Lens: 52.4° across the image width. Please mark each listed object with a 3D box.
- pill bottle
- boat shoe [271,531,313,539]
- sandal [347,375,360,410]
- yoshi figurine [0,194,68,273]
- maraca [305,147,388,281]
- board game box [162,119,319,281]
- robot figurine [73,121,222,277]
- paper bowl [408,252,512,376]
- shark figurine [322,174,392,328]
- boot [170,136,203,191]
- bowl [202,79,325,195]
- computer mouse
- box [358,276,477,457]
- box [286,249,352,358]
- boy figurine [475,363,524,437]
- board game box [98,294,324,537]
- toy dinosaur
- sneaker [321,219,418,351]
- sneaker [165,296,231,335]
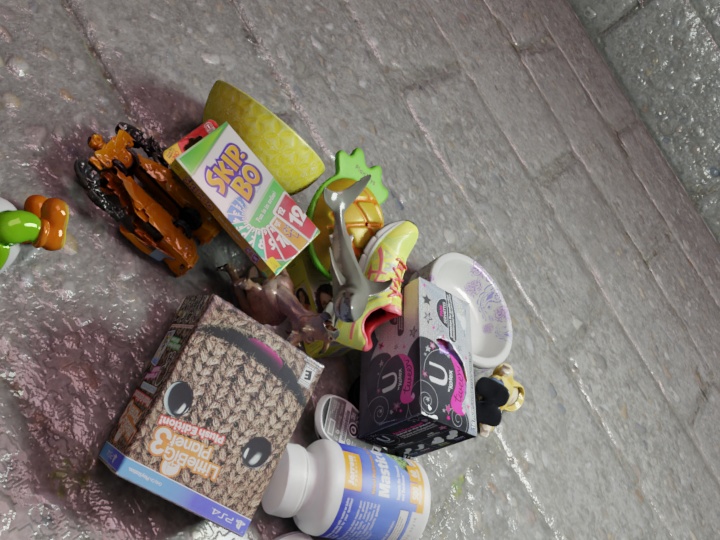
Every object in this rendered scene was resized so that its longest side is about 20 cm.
[{"bbox_3d":[-0.020,0.275,0.910,0.196,0.112,0.114,20,51,-26],"label":"pill bottle"},{"bbox_3d":[-0.104,0.359,0.812,0.074,0.065,0.199,55,39,0],"label":"boat shoe"},{"bbox_3d":[0.046,0.147,1.117,0.075,0.048,0.202,46,40,-13],"label":"sandal"},{"bbox_3d":[-0.415,-0.070,0.757,0.197,0.113,0.113,-2,50,-43],"label":"yoshi figurine"},{"bbox_3d":[-0.017,-0.080,1.063,0.137,0.105,0.204,37,62,-38],"label":"maraca"},{"bbox_3d":[-0.145,-0.093,0.902,0.200,0.030,0.096,48,52,-4],"label":"board game box"},{"bbox_3d":[-0.276,-0.093,0.941,0.200,0.058,0.146,45,40,-15],"label":"robot figurine"},{"bbox_3d":[0.155,0.082,1.228,0.198,0.104,0.205,25,49,-33],"label":"paper bowl"},{"bbox_3d":[-0.002,-0.007,0.956,0.087,0.129,0.219,-2,55,-4],"label":"shark figurine"},{"bbox_3d":[-0.149,-0.108,0.967,0.198,0.075,0.074,34,32,-20],"label":"boot"},{"bbox_3d":[-0.159,-0.164,1.051,0.199,0.200,0.109,39,86,-20],"label":"bowl"},{"bbox_3d":[0.000,0.239,1.018,0.199,0.043,0.111,40,47,-28],"label":"computer mouse"},{"bbox_3d":[0.078,0.136,1.022,0.113,0.131,0.204,24,52,-33],"label":"box"},{"bbox_3d":[-0.065,0.025,1.085,0.074,0.050,0.204,1,64,-45],"label":"box"},{"bbox_3d":[0.228,0.217,1.220,0.199,0.063,0.127,18,91,-67],"label":"boy figurine"},{"bbox_3d":[-0.161,0.154,0.804,0.158,0.096,0.203,34,71,-24],"label":"board game box"},{"bbox_3d":[-0.119,0.046,0.965,0.085,0.199,0.138,-32,111,-20],"label":"toy dinosaur"},{"bbox_3d":[0.032,0.025,1.008,0.202,0.089,0.078,-57,149,-7],"label":"sneaker"},{"bbox_3d":[-0.152,0.107,0.928,0.199,0.067,0.110,29,49,-26],"label":"sneaker"}]
